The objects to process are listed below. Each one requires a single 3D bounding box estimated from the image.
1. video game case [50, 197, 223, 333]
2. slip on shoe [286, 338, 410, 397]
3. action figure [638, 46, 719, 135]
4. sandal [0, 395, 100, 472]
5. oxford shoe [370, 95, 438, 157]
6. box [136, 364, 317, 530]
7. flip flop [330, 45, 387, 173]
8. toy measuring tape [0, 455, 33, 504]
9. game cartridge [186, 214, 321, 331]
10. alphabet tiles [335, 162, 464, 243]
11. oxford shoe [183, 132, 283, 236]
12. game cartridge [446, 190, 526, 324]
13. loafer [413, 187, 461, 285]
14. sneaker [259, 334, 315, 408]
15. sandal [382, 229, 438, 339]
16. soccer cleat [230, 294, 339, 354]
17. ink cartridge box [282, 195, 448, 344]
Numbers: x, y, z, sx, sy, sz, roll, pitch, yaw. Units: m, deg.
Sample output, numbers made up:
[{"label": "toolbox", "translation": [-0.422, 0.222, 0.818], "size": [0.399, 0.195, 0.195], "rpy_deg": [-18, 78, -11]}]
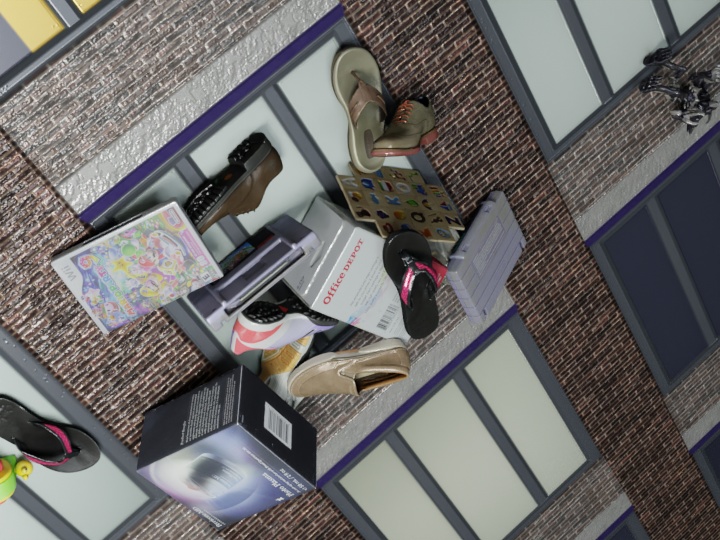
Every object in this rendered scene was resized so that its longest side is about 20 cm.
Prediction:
[{"label": "video game case", "translation": [-0.317, -0.004, 1.473], "size": [0.199, 0.018, 0.143], "rpy_deg": [-26, 124, 5]}, {"label": "slip on shoe", "translation": [-0.017, 0.166, 1.607], "size": [0.199, 0.061, 0.076], "rpy_deg": [-15, 140, 2]}, {"label": "action figure", "translation": [0.589, -0.315, 1.841], "size": [0.199, 0.102, 0.119], "rpy_deg": [20, 89, -33]}, {"label": "sandal", "translation": [-0.470, 0.251, 1.519], "size": [0.200, 0.045, 0.075], "rpy_deg": [38, 90, -35]}, {"label": "oxford shoe", "translation": [0.062, -0.218, 1.563], "size": [0.200, 0.070, 0.075], "rpy_deg": [-44, 132, -62]}, {"label": "box", "translation": [-0.201, 0.278, 1.589], "size": [0.198, 0.124, 0.200], "rpy_deg": [-27, 128, 22]}, {"label": "flip flop", "translation": [0.008, -0.242, 1.565], "size": [0.081, 0.058, 0.201], "rpy_deg": [-18, 113, -22]}, {"label": "toy measuring tape", "translation": [-0.568, 0.315, 1.476], "size": [0.199, 0.074, 0.074], "rpy_deg": [-14, 117, -24]}, {"label": "game cartridge", "translation": [-0.161, -0.002, 1.524], "size": [0.200, 0.130, 0.038], "rpy_deg": [-40, 120, -9]}, {"label": "alphabet tiles", "translation": [0.063, -0.105, 1.600], "size": [0.199, 0.167, 0.006], "rpy_deg": [3, 134, -31]}, {"label": "oxford shoe", "translation": [-0.188, -0.102, 1.510], "size": [0.200, 0.073, 0.084], "rpy_deg": [-44, 127, -6]}, {"label": "game cartridge", "translation": [0.212, -0.025, 1.743], "size": [0.130, 0.038, 0.200], "rpy_deg": [56, 50, -30]}, {"label": "loafer", "translation": [0.125, -0.064, 1.715], "size": [0.200, 0.070, 0.070], "rpy_deg": [59, 42, -32]}, {"label": "sneaker", "translation": [-0.117, 0.164, 1.676], "size": [0.087, 0.076, 0.201], "rpy_deg": [12, 109, -48]}, {"label": "sandal", "translation": [0.087, 0.024, 1.546], "size": [0.075, 0.045, 0.201], "rpy_deg": [-26, 124, -14]}, {"label": "soccer cleat", "translation": [-0.116, 0.085, 1.573], "size": [0.200, 0.068, 0.073], "rpy_deg": [-4, 129, -49]}, {"label": "ink cartridge box", "translation": [0.000, 0.000, 1.614], "size": [0.200, 0.145, 0.146], "rpy_deg": [24, 100, -36]}]
